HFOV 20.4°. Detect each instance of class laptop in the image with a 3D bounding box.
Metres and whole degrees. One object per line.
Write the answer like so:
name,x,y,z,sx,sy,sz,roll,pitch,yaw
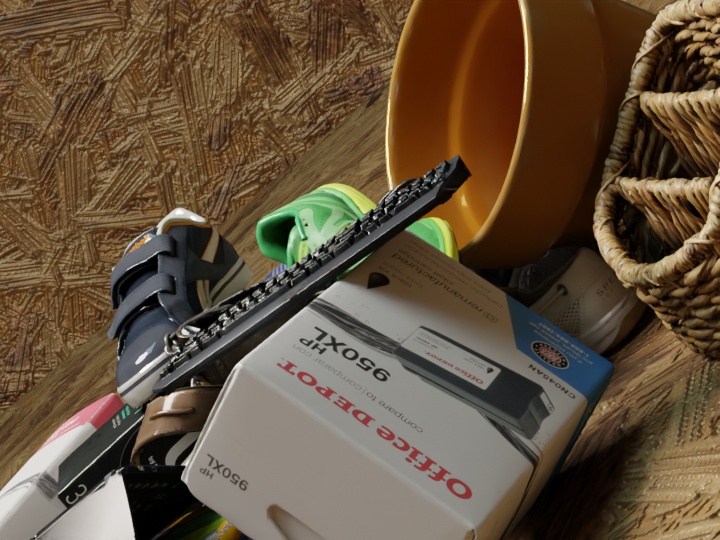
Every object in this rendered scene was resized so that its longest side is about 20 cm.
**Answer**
laptop,-0.145,0.188,0.996,0.177,0.104,0.200,-39,-17,13

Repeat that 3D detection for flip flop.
flip flop,-0.086,0.081,1.129,0.200,0.058,0.081,-48,-7,7

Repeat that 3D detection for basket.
basket,0.188,-0.052,1.081,0.143,0.149,0.200,-41,11,-5

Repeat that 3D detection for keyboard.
keyboard,-0.024,-0.003,1.091,0.199,0.021,0.127,-34,3,15

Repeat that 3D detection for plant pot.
plant pot,0.138,-0.096,1.269,0.200,0.182,0.202,-174,90,-67

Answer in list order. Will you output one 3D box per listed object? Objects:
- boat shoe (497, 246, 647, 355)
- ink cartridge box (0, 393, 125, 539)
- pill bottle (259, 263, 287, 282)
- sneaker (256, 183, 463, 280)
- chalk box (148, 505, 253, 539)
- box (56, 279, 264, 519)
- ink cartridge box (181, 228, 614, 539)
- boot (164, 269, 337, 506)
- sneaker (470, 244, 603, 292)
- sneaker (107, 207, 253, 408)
boat shoe,0.093,0.040,1.275,0.200,0.069,0.071,-34,13,38
ink cartridge box,-0.206,0.211,1.451,0.085,0.146,0.200,-31,13,38
pill bottle,-0.015,0.025,1.638,0.200,0.111,0.111,-39,10,12
sneaker,0.000,0.000,1.233,0.083,0.075,0.200,-17,20,-26
chalk box,-0.088,0.211,1.064,0.200,0.124,0.125,-31,14,46
box,-0.084,0.127,1.344,0.200,0.149,0.124,-41,8,-4
ink cartridge box,0.024,0.078,1.020,0.200,0.144,0.085,-39,-21,-57
boot,-0.076,0.097,1.210,0.199,0.175,0.069,-36,39,-10
sneaker,0.084,0.004,1.380,0.198,0.076,0.114,-19,-3,-12
sneaker,-0.135,0.021,1.337,0.078,0.080,0.200,-37,11,20
